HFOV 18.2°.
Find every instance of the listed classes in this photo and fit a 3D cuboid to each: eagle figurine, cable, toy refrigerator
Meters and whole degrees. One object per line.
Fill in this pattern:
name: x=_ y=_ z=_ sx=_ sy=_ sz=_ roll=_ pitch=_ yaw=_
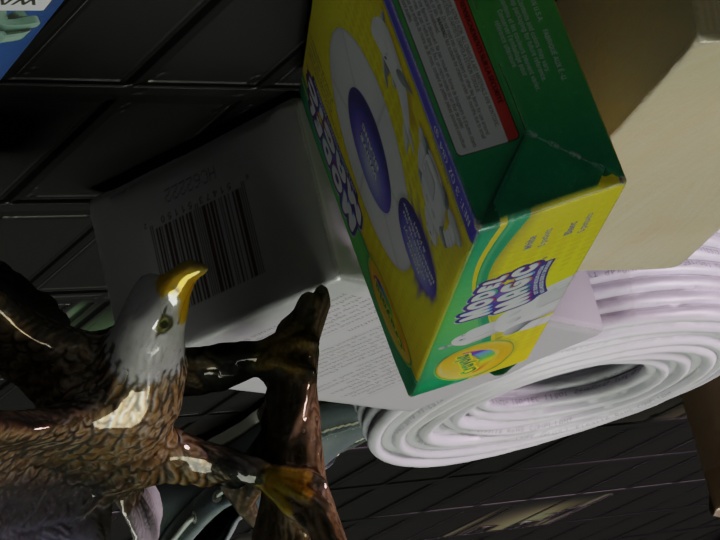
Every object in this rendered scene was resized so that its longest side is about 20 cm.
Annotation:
eagle figurine: x=-0.098 y=0.038 z=0.701 sx=0.199 sy=0.152 sz=0.152 roll=7 pitch=-160 yaw=-28
cable: x=0.087 y=0.030 z=1.046 sx=0.199 sy=0.070 sz=0.200 roll=-7 pitch=162 yaw=-22
toy refrigerator: x=0.103 y=-0.065 z=0.749 sx=0.075 sy=0.070 sz=0.200 roll=-2 pitch=161 yaw=-15

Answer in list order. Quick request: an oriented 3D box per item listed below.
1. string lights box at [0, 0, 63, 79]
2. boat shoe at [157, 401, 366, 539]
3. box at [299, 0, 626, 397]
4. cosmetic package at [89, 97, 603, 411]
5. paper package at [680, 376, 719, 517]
string lights box: x=-0.131 y=-0.075 z=0.530 sx=0.102 sy=0.059 sz=0.200 roll=-5 pitch=162 yaw=-31
boat shoe: x=-0.043 y=0.110 z=1.216 sx=0.199 sy=0.062 sz=0.073 roll=-26 pitch=160 yaw=35
box: x=0.022 y=-0.038 z=0.676 sx=0.048 sy=0.118 sz=0.200 roll=-18 pitch=164 yaw=-8
cosmetic package: x=0.000 y=0.000 z=0.868 sx=0.101 sy=0.072 sz=0.200 roll=-24 pitch=161 yaw=28
paper package: x=0.304 y=0.071 z=1.306 sx=0.199 sy=0.104 sz=0.190 roll=-22 pitch=162 yaw=22
